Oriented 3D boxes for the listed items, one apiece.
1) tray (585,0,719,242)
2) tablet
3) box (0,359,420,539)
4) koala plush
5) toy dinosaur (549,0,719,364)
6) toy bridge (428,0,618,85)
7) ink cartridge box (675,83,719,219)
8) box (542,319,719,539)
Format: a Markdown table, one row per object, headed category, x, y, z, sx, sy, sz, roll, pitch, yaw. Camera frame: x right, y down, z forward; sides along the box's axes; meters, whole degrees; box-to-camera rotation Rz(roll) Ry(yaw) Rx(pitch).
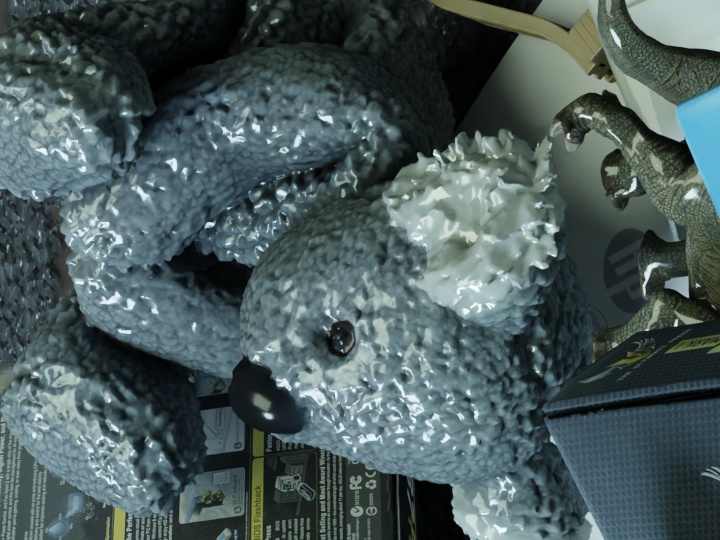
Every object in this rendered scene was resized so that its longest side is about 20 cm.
| category | x | y | z | sx | sy | sz | roll | pitch | yaw |
| --- | --- | --- | --- | --- | --- | --- | --- | --- | --- |
| tray | 0.144 | -0.068 | 0.864 | 0.200 | 0.022 | 0.108 | -22 | 88 | 48 |
| tablet | 0.085 | 0.014 | 0.986 | 0.200 | 0.014 | 0.130 | 60 | 136 | 31 |
| box | -0.059 | 0.112 | 1.022 | 0.049 | 0.161 | 0.200 | 73 | -169 | -50 |
| koala plush | 0.000 | 0.000 | 0.956 | 0.200 | 0.184 | 0.178 | 32 | 139 | 42 |
| toy dinosaur | 0.116 | -0.014 | 0.859 | 0.102 | 0.077 | 0.200 | 0 | 115 | 27 |
| toy bridge | 0.036 | -0.130 | 1.016 | 0.067 | 0.027 | 0.200 | -51 | 52 | 21 |
| ink cartridge box | 0.193 | -0.056 | 0.723 | 0.200 | 0.116 | 0.067 | -24 | 87 | 41 |
| box | 0.154 | 0.104 | 0.803 | 0.158 | 0.051 | 0.200 | -10 | 110 | 54 |
